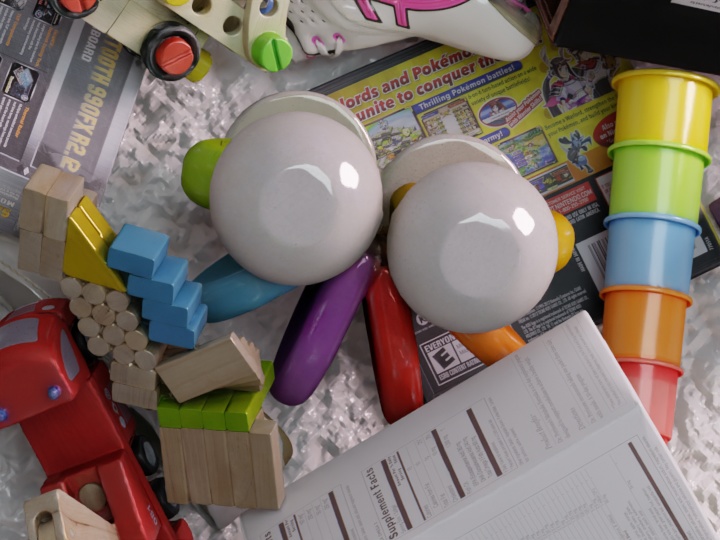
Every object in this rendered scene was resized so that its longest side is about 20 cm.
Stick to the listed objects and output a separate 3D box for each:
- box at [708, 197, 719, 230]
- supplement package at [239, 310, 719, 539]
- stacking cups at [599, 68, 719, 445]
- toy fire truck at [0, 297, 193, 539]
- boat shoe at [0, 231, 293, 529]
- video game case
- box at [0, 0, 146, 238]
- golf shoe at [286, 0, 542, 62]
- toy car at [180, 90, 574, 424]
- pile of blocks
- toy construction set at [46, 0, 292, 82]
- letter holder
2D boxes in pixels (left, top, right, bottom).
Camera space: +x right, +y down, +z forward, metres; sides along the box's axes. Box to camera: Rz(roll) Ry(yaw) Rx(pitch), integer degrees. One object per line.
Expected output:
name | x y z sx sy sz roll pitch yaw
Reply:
box | 0.316 -0.055 1.405 0.176 0.200 0.097 -28 86 -20
supplement package | 0.058 0.131 1.247 0.200 0.110 0.114 -30 115 3
stacking cups | 0.159 -0.005 1.399 0.060 0.060 0.201 7 79 -15
toy fire truck | -0.129 0.123 1.234 0.049 0.141 0.200 -22 104 13
boat shoe | -0.128 0.054 1.318 0.200 0.071 0.069 39 71 -4
video game case | 0.079 -0.046 1.427 0.200 0.026 0.181 -24 85 -19
box | -0.186 -0.120 1.319 0.158 0.048 0.200 23 51 -11
golf shoe | -0.001 -0.149 1.405 0.200 0.073 0.092 23 96 2
toy car | 0.000 0.000 1.304 0.199 0.175 0.150 15 99 -5
pile of blocks | -0.089 0.023 1.248 0.200 0.082 0.062 59 28 -22
toy construction set | -0.092 -0.169 1.282 0.200 0.092 0.131 34 95 -19
letter holder | 0.194 -0.184 1.420 0.199 0.101 0.142 8 35 -19
